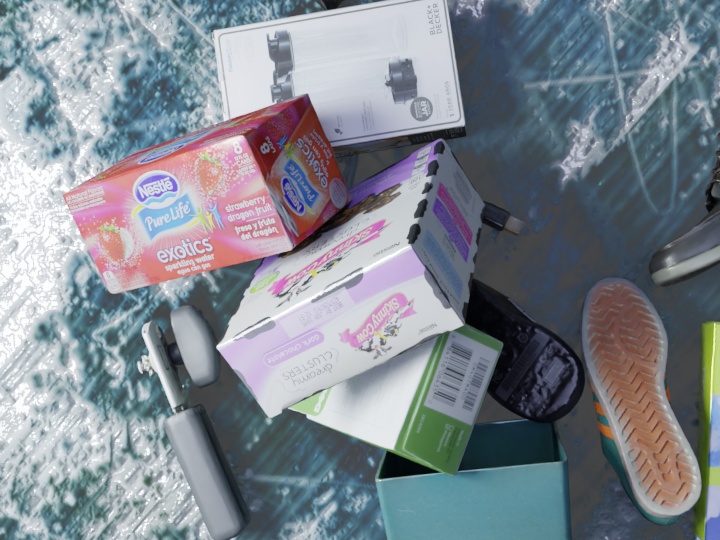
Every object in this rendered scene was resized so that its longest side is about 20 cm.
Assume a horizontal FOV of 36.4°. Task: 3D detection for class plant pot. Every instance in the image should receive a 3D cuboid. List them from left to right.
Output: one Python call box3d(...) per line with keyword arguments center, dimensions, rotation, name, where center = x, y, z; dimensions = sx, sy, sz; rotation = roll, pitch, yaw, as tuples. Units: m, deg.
box3d(center=(0.098, 0.235, 0.865), dimensions=(0.141, 0.141, 0.201), rotation=(-6, 95, 7), name="plant pot")

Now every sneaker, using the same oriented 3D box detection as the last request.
box3d(center=(0.217, 0.108, 0.889), dimensions=(0.071, 0.080, 0.201), rotation=(-8, 66, -2), name="sneaker")
box3d(center=(0.298, -0.075, 0.885), dimensions=(0.200, 0.075, 0.106), rotation=(-33, 80, -4), name="sneaker")

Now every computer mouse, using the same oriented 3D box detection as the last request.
box3d(center=(0.114, 0.026, 0.914), dimensions=(0.200, 0.046, 0.141), rotation=(31, 97, 18), name="computer mouse")

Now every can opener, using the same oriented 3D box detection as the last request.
box3d(center=(-0.137, 0.130, 0.935), dimensions=(0.066, 0.053, 0.201), rotation=(-19, 87, 5), name="can opener")

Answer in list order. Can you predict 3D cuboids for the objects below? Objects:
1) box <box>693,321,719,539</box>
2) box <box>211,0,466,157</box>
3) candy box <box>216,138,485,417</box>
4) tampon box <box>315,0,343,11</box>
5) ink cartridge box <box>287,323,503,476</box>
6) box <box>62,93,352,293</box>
box3d(center=(0.335, 0.144, 0.882), dimensions=(0.121, 0.048, 0.201), rotation=(3, 88, 7), name="box")
box3d(center=(-0.017, -0.158, 0.924), dimensions=(0.199, 0.060, 0.117), rotation=(-9, 88, 6), name="box")
box3d(center=(0.000, 0.000, 0.825), dimensions=(0.167, 0.200, 0.072), rotation=(-27, 109, 22), name="candy box")
box3d(center=(-0.058, -0.338, 0.889), dimensions=(0.126, 0.150, 0.200), rotation=(-44, 85, 5), name="tampon box")
box3d(center=(0.018, 0.084, 0.855), dimensions=(0.059, 0.200, 0.104), rotation=(26, 80, -26), name="ink cartridge box")
box3d(center=(-0.122, -0.058, 0.865), dimensions=(0.199, 0.100, 0.096), rotation=(-12, 109, 34), name="box")
